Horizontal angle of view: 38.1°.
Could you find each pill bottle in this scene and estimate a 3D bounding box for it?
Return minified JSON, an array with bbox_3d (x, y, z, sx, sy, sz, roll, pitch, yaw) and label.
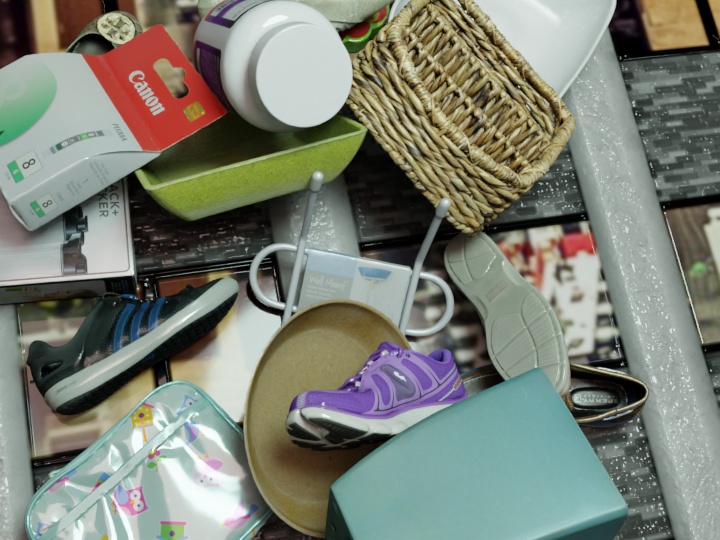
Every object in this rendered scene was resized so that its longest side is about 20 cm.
[{"bbox_3d":[-0.077,-0.183,0.921,0.111,0.200,0.112,-6,108,-19],"label":"pill bottle"}]

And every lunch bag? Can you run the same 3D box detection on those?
[{"bbox_3d":[-0.178,0.202,0.886,0.200,0.077,0.160,-42,84,-21],"label":"lunch bag"}]

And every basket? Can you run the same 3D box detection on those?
[{"bbox_3d":[0.091,-0.153,0.962,0.149,0.143,0.200,-40,97,14],"label":"basket"}]

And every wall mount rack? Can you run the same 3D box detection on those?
[{"bbox_3d":[0.000,0.000,0.956,0.198,0.075,0.175,11,105,-6],"label":"wall mount rack"}]

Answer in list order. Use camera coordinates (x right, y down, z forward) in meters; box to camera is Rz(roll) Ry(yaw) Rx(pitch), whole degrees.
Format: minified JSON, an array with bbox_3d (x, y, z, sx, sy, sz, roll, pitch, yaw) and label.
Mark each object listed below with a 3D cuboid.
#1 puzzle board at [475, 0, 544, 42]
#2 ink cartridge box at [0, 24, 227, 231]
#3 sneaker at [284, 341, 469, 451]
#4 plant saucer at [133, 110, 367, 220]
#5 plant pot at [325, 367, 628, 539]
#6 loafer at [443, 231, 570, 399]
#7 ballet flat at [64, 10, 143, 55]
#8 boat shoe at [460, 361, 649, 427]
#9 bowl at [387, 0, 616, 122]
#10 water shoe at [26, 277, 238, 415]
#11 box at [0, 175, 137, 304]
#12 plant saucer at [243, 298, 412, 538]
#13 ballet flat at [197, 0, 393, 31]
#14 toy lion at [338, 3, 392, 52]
[{"bbox_3d":[0.148,-0.362,1.160,0.200,0.017,0.151,37,70,0],"label":"puzzle board"},{"bbox_3d":[-0.241,-0.146,0.923,0.199,0.050,0.161,-33,55,-7],"label":"ink cartridge box"},{"bbox_3d":[0.012,0.102,0.875,0.199,0.080,0.084,-2,74,-48],"label":"sneaker"},{"bbox_3d":[-0.112,-0.103,0.965,0.199,0.200,0.048,-16,113,-15],"label":"plant saucer"},{"bbox_3d":[0.079,0.197,0.840,0.199,0.142,0.142,-15,53,-18],"label":"plant pot"},{"bbox_3d":[0.145,0.044,0.968,0.072,0.063,0.201,-37,51,13],"label":"loafer"},{"bbox_3d":[-0.279,-0.179,1.010,0.067,0.046,0.200,34,70,4],"label":"ballet flat"},{"bbox_3d":[0.175,0.114,0.982,0.198,0.072,0.073,-4,73,-11],"label":"boat shoe"},{"bbox_3d":[0.141,-0.259,1.085,0.199,0.075,0.201,35,79,-1],"label":"bowl"},{"bbox_3d":[-0.204,0.047,0.937,0.199,0.072,0.079,-33,78,-19],"label":"water shoe"},{"bbox_3d":[-0.308,-0.033,0.950,0.198,0.060,0.118,-3,73,-11],"label":"box"},{"bbox_3d":[-0.026,0.125,0.899,0.199,0.035,0.202,3,86,-40],"label":"plant saucer"},{"bbox_3d":[-0.062,-0.256,1.044,0.198,0.068,0.063,-1,114,-2],"label":"ballet flat"},{"bbox_3d":[-0.057,-0.326,1.097,0.199,0.069,0.193,15,78,-5],"label":"toy lion"}]
